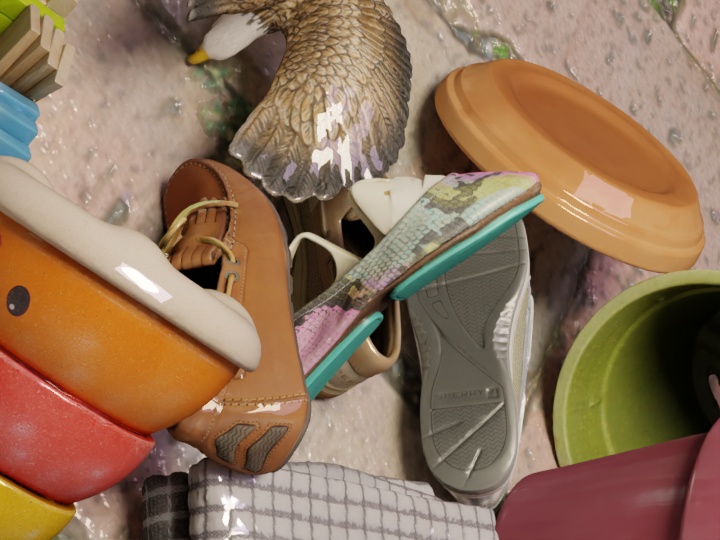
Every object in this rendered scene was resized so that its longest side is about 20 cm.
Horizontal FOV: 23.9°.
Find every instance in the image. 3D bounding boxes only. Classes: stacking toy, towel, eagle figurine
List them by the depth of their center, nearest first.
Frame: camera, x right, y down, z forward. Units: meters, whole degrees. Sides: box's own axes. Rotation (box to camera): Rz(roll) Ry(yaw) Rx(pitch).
[{"bbox_3d":[-0.146,0.069,0.694,0.146,0.146,0.201,35,84,-32],"label":"stacking toy"},{"bbox_3d":[-0.015,0.184,0.835,0.199,0.085,0.167,14,60,-42],"label":"towel"},{"bbox_3d":[-0.032,-0.146,0.918,0.151,0.152,0.200,20,22,-18],"label":"eagle figurine"}]

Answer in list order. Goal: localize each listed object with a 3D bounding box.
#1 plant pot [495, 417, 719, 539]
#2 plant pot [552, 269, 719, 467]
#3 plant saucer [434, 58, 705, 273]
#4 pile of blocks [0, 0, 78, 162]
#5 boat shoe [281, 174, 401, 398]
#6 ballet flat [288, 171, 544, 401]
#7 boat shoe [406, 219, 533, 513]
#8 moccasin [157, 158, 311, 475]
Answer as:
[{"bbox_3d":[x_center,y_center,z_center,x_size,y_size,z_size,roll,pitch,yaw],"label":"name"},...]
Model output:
[{"bbox_3d":[0.177,0.178,0.951,0.199,0.178,0.202,11,77,-57],"label":"plant pot"},{"bbox_3d":[0.251,0.087,1.114,0.190,0.199,0.201,-16,84,-62],"label":"plant pot"},{"bbox_3d":[0.141,-0.075,1.085,0.199,0.038,0.201,27,25,-14],"label":"plant saucer"},{"bbox_3d":[-0.183,-0.081,0.772,0.062,0.082,0.201,33,51,-34],"label":"pile of blocks"},{"bbox_3d":[-0.001,-0.029,0.961,0.071,0.064,0.202,21,58,-41],"label":"boat shoe"},{"bbox_3d":[0.000,0.000,0.869,0.071,0.200,0.069,50,6,9],"label":"ballet flat"},{"bbox_3d":[0.067,0.043,1.008,0.065,0.074,0.203,72,15,-61],"label":"boat shoe"},{"bbox_3d":[-0.078,0.014,0.824,0.077,0.074,0.202,18,39,-25],"label":"moccasin"}]
